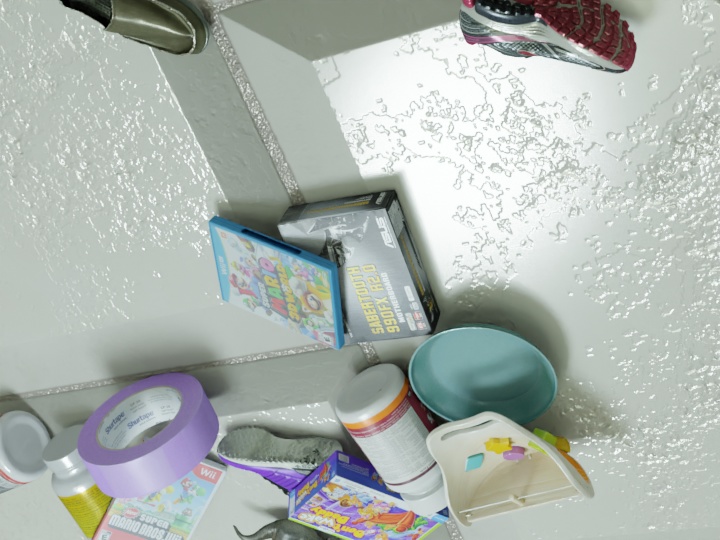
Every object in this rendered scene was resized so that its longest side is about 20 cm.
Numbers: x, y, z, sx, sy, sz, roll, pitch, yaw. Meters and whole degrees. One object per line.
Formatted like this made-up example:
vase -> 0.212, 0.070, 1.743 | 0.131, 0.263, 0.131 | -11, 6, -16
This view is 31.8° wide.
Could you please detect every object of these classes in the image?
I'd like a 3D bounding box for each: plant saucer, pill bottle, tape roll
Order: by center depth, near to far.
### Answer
plant saucer -> 0.164, 0.134, 1.678 | 0.198, 0.036, 0.201 | 8, 135, 8
pill bottle -> 0.058, 0.237, 1.758 | 0.109, 0.110, 0.201 | -20, 116, 30
tape roll -> -0.307, 0.237, 1.832 | 0.198, 0.201, 0.066 | -8, 121, 25
pill bottle -> -0.419, 0.348, 2.009 | 0.111, 0.113, 0.201 | -12, 120, 27
pill bottle -> -0.604, 0.308, 2.046 | 0.199, 0.116, 0.116 | -23, 115, 32

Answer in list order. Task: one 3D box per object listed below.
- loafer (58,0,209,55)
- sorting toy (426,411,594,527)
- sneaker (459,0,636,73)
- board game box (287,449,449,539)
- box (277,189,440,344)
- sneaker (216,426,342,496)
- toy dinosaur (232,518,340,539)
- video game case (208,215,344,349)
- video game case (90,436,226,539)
loafer -> -0.278, -0.304, 1.512 | 0.198, 0.070, 0.076 | 22, 129, 4
sorting toy -> 0.183, 0.246, 1.686 | 0.198, 0.108, 0.180 | -20, 138, 30
sneaker -> 0.204, -0.260, 1.373 | 0.198, 0.081, 0.075 | 23, 144, 13
board game box -> 0.012, 0.346, 1.856 | 0.199, 0.045, 0.135 | 24, 132, -24
box -> 0.000, 0.000, 1.647 | 0.157, 0.048, 0.202 | -7, 122, 24
sneaker -> -0.120, 0.299, 1.894 | 0.198, 0.070, 0.100 | 6, 129, 16
toy dinosaur -> -0.102, 0.431, 1.994 | 0.199, 0.077, 0.103 | 33, 117, 1
video game case -> -0.111, 0.016, 1.672 | 0.198, 0.018, 0.144 | 22, 138, 27
video game case -> -0.315, 0.367, 1.970 | 0.142, 0.017, 0.201 | 24, 105, -21
